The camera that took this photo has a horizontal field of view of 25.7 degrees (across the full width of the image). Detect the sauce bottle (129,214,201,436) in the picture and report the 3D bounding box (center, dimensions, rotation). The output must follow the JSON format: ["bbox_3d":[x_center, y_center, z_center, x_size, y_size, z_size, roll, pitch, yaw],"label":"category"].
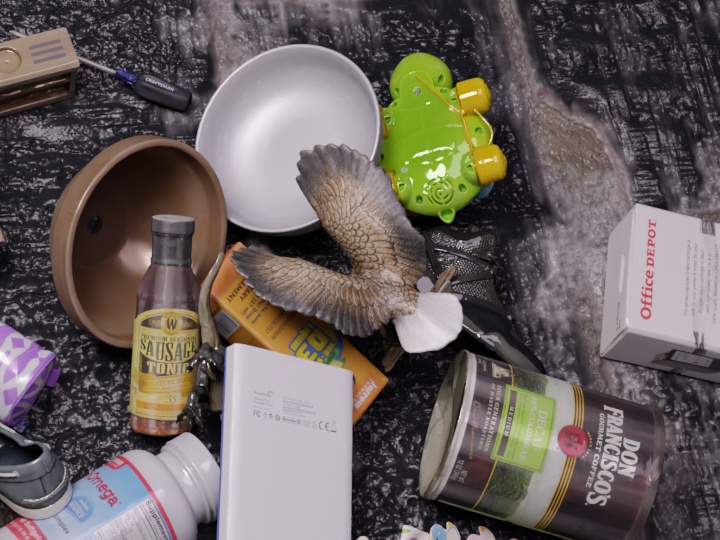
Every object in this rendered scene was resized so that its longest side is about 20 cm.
[{"bbox_3d":[-0.181,0.051,1.464,0.065,0.066,0.203,0,99,-14],"label":"sauce bottle"}]

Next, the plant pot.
[{"bbox_3d":[-0.228,-0.034,1.500,0.092,0.202,0.201,16,55,39],"label":"plant pot"}]

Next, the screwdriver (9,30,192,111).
[{"bbox_3d":[-0.266,-0.213,1.624,0.198,0.028,0.029,26,92,-6],"label":"screwdriver"}]

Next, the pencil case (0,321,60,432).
[{"bbox_3d":[-0.371,0.059,1.457,0.199,0.084,0.086,36,29,1],"label":"pencil case"}]

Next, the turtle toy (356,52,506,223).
[{"bbox_3d":[0.074,-0.139,1.635,0.144,0.101,0.202,-14,70,9],"label":"turtle toy"}]

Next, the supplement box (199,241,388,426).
[{"bbox_3d":[-0.070,0.067,1.518,0.200,0.069,0.067,43,63,-7],"label":"supplement box"}]

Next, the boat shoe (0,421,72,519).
[{"bbox_3d":[-0.334,0.151,1.392,0.199,0.062,0.073,23,50,33],"label":"boat shoe"}]

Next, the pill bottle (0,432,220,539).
[{"bbox_3d":[-0.217,0.230,1.404,0.199,0.109,0.109,-31,77,-24],"label":"pill bottle"}]

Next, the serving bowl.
[{"bbox_3d":[-0.065,-0.124,1.591,0.198,0.066,0.202,-6,71,18],"label":"serving bowl"}]

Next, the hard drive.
[{"bbox_3d":[-0.066,0.176,1.412,0.131,0.025,0.202,16,63,-33],"label":"hard drive"}]

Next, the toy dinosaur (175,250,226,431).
[{"bbox_3d":[-0.136,0.092,1.448,0.047,0.202,0.088,1,23,17],"label":"toy dinosaur"}]

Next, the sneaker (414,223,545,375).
[{"bbox_3d":[0.126,0.028,1.593,0.199,0.076,0.114,41,71,11],"label":"sneaker"}]

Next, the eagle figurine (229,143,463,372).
[{"bbox_3d":[-0.006,0.003,1.476,0.200,0.150,0.152,47,26,-28],"label":"eagle figurine"}]

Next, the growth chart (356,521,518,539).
[{"bbox_3d":[0.073,0.305,1.466,0.198,0.018,0.146,9,68,-31],"label":"growth chart"}]

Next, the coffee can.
[{"bbox_3d":[0.171,0.174,1.503,0.198,0.147,0.148,16,64,-6],"label":"coffee can"}]

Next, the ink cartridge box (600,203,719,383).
[{"bbox_3d":[0.358,0.031,1.644,0.198,0.084,0.147,13,64,-8],"label":"ink cartridge box"}]

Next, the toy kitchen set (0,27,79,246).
[{"bbox_3d":[-0.332,-0.129,1.499,0.179,0.163,0.202,-18,73,-20],"label":"toy kitchen set"}]
